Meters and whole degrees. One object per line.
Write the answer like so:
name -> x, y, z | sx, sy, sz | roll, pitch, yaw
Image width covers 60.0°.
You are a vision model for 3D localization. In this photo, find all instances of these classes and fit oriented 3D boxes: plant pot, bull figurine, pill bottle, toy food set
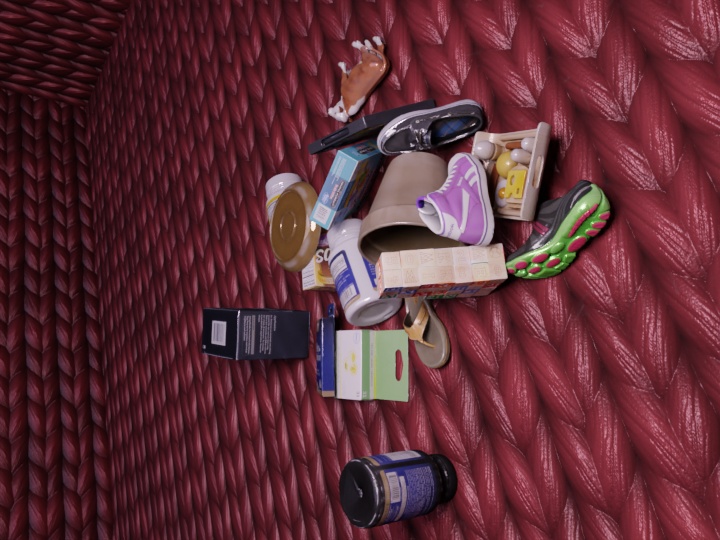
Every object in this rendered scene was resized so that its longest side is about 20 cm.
plant pot -> -0.151, -0.097, 1.373 | 0.199, 0.027, 0.203 | -9, 79, 52
plant pot -> 0.100, -0.111, 1.129 | 0.199, 0.199, 0.175 | -22, 53, 48
bull figurine -> -0.006, -0.420, 1.377 | 0.200, 0.065, 0.123 | -35, 63, 44
pill bottle -> 0.000, 0.000, 1.279 | 0.120, 0.119, 0.202 | -45, 52, 39
pill bottle -> -0.166, -0.127, 1.512 | 0.114, 0.113, 0.202 | -39, 56, 42
pill bottle -> 0.070, 0.372, 1.081 | 0.111, 0.198, 0.113 | -9, 78, 51
toy food set -> 0.229, -0.160, 1.014 | 0.200, 0.060, 0.145 | -153, 72, -72

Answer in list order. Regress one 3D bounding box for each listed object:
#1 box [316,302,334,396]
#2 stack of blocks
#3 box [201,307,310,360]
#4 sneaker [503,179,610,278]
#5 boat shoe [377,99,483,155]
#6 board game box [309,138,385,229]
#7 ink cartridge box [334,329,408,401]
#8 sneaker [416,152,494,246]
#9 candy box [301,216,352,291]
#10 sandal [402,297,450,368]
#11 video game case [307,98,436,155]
box -> -0.078, 0.175, 1.391 | 0.121, 0.032, 0.203 | 142, 129, -78
stack of blocks -> 0.127, 0.007, 1.028 | 0.115, 0.197, 0.059 | 111, 154, -74
box -> -0.258, 0.151, 1.527 | 0.196, 0.198, 0.119 | -1, 86, 51
sneaker -> 0.298, -0.058, 0.957 | 0.200, 0.076, 0.084 | -47, 29, 38
boat shoe -> 0.126, -0.246, 1.115 | 0.067, 0.198, 0.070 | -93, -13, -54
board game box -> -0.019, -0.180, 1.273 | 0.047, 0.200, 0.152 | 30, 115, 9
ink cartridge box -> 0.017, 0.196, 1.295 | 0.199, 0.048, 0.147 | -10, 77, 54
sneaker -> 0.143, -0.130, 1.010 | 0.202, 0.113, 0.073 | -95, 17, -45
candy box -> -0.072, -0.055, 1.381 | 0.056, 0.116, 0.203 | -18, 73, 50
sandal -> 0.110, 0.091, 1.180 | 0.080, 0.054, 0.202 | -38, 57, 43
video game case -> 0.022, -0.282, 1.226 | 0.180, 0.199, 0.026 | -11, 101, 51
